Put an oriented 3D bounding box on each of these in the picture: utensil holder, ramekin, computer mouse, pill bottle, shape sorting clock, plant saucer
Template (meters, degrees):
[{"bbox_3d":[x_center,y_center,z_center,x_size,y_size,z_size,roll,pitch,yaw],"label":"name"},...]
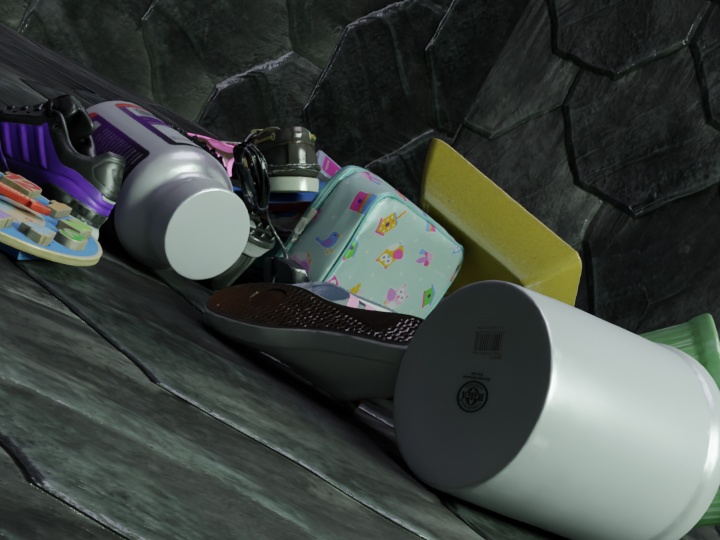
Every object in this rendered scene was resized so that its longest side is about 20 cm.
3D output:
[{"bbox_3d":[0.146,0.112,1.410,0.200,0.170,0.170,22,8,-40],"label":"utensil holder"},{"bbox_3d":[0.295,0.146,1.770,0.097,0.201,0.200,-10,0,7],"label":"ramekin"},{"bbox_3d":[-0.076,-0.016,1.616,0.059,0.034,0.201,18,-47,56],"label":"computer mouse"},{"bbox_3d":[-0.179,-0.067,1.653,0.111,0.112,0.200,26,6,-40],"label":"pill bottle"},{"bbox_3d":[-0.278,-0.058,1.391,0.199,0.039,0.200,29,4,-2],"label":"shape sorting clock"},{"bbox_3d":[0.121,-0.006,1.877,0.200,0.048,0.200,42,-24,23],"label":"plant saucer"}]

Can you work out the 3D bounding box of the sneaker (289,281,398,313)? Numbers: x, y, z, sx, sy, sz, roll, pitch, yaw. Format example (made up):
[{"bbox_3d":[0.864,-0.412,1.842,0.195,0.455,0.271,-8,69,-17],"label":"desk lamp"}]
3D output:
[{"bbox_3d":[-0.005,0.064,1.597,0.200,0.070,0.082,14,30,-48],"label":"sneaker"}]

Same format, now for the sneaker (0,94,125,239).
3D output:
[{"bbox_3d":[-0.271,-0.107,1.574,0.200,0.100,0.070,32,3,22],"label":"sneaker"}]

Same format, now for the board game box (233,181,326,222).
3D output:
[{"bbox_3d":[-0.071,-0.059,1.861,0.158,0.039,0.200,-9,11,-42],"label":"board game box"}]

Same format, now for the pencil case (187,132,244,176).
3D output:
[{"bbox_3d":[-0.189,-0.109,1.959,0.199,0.094,0.091,14,-2,-28],"label":"pencil case"}]

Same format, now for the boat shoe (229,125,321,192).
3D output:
[{"bbox_3d":[-0.079,-0.104,1.780,0.071,0.061,0.201,0,4,-16],"label":"boat shoe"}]

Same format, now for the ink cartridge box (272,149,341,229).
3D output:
[{"bbox_3d":[-0.011,-0.025,2.021,0.200,0.119,0.042,41,33,-15],"label":"ink cartridge box"}]

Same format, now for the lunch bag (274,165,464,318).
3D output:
[{"bbox_3d":[0.000,0.000,1.781,0.077,0.161,0.200,38,3,34],"label":"lunch bag"}]

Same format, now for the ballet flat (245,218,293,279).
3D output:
[{"bbox_3d":[-0.087,-0.018,1.972,0.200,0.072,0.072,26,5,-41],"label":"ballet flat"}]

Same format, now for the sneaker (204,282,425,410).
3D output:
[{"bbox_3d":[-0.035,0.068,1.483,0.199,0.085,0.073,14,34,27],"label":"sneaker"}]

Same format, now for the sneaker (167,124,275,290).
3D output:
[{"bbox_3d":[-0.155,-0.055,1.760,0.066,0.091,0.200,18,26,-45],"label":"sneaker"}]
